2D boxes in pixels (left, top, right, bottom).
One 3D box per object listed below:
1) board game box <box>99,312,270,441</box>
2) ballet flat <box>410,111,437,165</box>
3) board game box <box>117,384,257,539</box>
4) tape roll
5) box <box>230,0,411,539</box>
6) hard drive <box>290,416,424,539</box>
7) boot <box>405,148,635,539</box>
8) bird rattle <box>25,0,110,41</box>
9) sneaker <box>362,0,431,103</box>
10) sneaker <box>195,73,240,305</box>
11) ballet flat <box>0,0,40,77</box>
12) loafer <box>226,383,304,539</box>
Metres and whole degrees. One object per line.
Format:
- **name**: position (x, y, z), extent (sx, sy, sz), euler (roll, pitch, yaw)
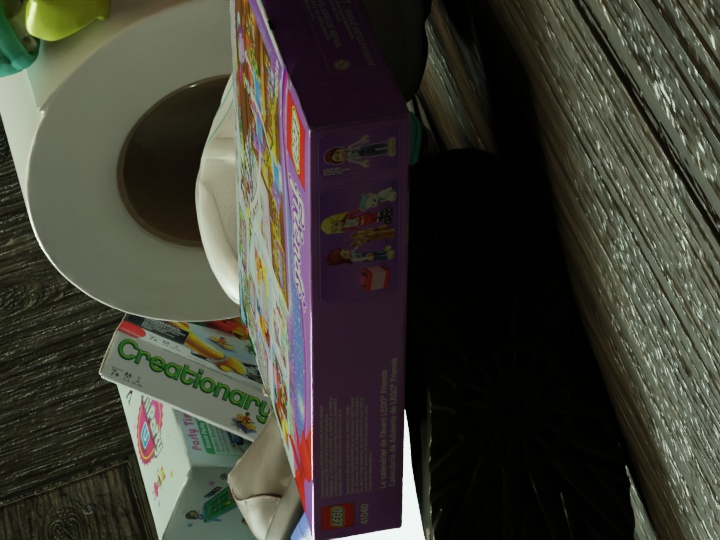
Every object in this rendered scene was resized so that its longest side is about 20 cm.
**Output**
- **board game box**: position (-0.038, 0.062, 1.468), extent (0.126, 0.199, 0.035), euler (-71, 4, -69)
- **ballet flat**: position (0.000, 0.000, 1.205), extent (0.200, 0.069, 0.071), euler (-75, -13, -55)
- **board game box**: position (-0.030, 0.098, 1.530), extent (0.148, 0.199, 0.064), euler (-112, 37, -50)
- **tape roll**: position (-0.085, -0.094, 1.335), extent (0.139, 0.202, 0.203), euler (-112, 4, -48)
- **box**: position (-0.016, -0.016, 0.987), extent (0.137, 0.039, 0.201), euler (-110, 16, -48)
- **hard drive**: position (0.036, 0.132, 1.237), extent (0.132, 0.025, 0.200), euler (48, 150, 13)
- **boot**: position (0.046, 0.055, 1.042), extent (0.158, 0.079, 0.212), euler (147, 115, -80)
- **bird rattle**: position (-0.080, -0.186, 1.164), extent (0.200, 0.163, 0.113), euler (-19, 89, 48)
- **sneaker**: position (-0.034, -0.153, 1.028), extent (0.075, 0.099, 0.201), euler (-138, 27, -79)
- **sneaker**: position (-0.028, -0.080, 1.127), extent (0.080, 0.070, 0.201), euler (107, 172, -71)
- **ballet flat**: position (-0.159, -0.175, 1.271), extent (0.067, 0.070, 0.201), euler (60, -143, -55)
- **loafer**: position (-0.018, 0.056, 1.357), extent (0.071, 0.201, 0.073), euler (34, -165, 26)
